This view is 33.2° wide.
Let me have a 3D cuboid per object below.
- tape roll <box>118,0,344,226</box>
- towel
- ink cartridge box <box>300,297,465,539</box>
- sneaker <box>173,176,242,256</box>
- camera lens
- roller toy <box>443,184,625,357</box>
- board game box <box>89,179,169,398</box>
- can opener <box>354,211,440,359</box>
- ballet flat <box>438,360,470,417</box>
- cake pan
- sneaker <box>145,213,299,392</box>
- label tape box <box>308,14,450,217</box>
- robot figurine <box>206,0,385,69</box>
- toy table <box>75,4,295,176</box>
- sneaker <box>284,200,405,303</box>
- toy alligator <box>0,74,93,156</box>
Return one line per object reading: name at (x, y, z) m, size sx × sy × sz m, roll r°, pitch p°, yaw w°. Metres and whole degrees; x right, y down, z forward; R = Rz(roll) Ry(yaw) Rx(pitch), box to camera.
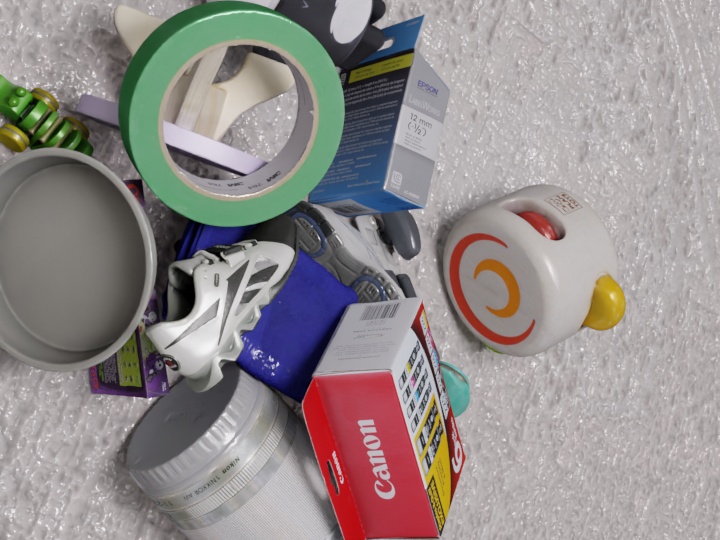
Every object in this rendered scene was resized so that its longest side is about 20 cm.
tape roll at (-0.115, -0.140, 1.093) m, size 0.200 × 0.048 × 0.201 m, roll -9°, pitch 115°, yaw -20°
towel at (-0.098, 0.034, 1.183) m, size 0.200 × 0.050 × 0.148 m, roll 35°, pitch 54°, yaw -28°
ink cartridge box at (0.027, 0.158, 1.171) m, size 0.176 × 0.084 × 0.200 m, roll -62°, pitch 141°, yaw -56°
sneaker at (-0.143, 0.005, 1.237) m, size 0.098 × 0.071 × 0.201 m, roll -5°, pitch 89°, yaw -36°
camera lens at (-0.111, 0.207, 1.194) m, size 0.200 × 0.160 × 0.160 m, roll 51°, pitch 61°, yaw -23°
roller toy at (0.204, -0.003, 1.416) m, size 0.140 × 0.200 × 0.183 m, roll -24°, pitch 96°, yaw -35°
board game box at (-0.231, 0.019, 1.142) m, size 0.032 × 0.120 × 0.200 m, roll -9°, pitch 94°, yaw -41°
can opener at (0.048, 0.012, 1.341) m, size 0.053 × 0.067 × 0.200 m, roll 12°, pitch 50°, yaw -49°
ballet flat at (0.068, 0.153, 1.314) m, size 0.067 × 0.200 × 0.070 m, roll 37°, pitch 72°, yaw 2°
cake pan at (-0.267, -0.010, 1.088) m, size 0.037 × 0.200 × 0.200 m, roll -14°, pitch 97°, yaw -69°
sneaker at (-0.123, 0.005, 1.085) m, size 0.089 × 0.074 × 0.200 m, roll 46°, pitch 49°, yaw -22°
label tape box at (0.027, -0.164, 1.323) m, size 0.066 × 0.143 × 0.200 m, roll 23°, pitch 75°, yaw -33°
robot figurine at (-0.069, -0.285, 1.276) m, size 0.200 × 0.150 × 0.125 m, roll 21°, pitch 109°, yaw -34°
toy table at (-0.163, -0.172, 1.179) m, size 0.200 × 0.184 × 0.117 m, roll 19°, pitch 90°, yaw -27°
sneaker at (0.000, 0.000, 1.299) m, size 0.200 × 0.075 × 0.087 m, roll 53°, pitch 26°, yaw 8°
toy alligator at (-0.312, -0.148, 1.131) m, size 0.200 × 0.054 × 0.059 m, roll 44°, pitch 64°, yaw -26°
